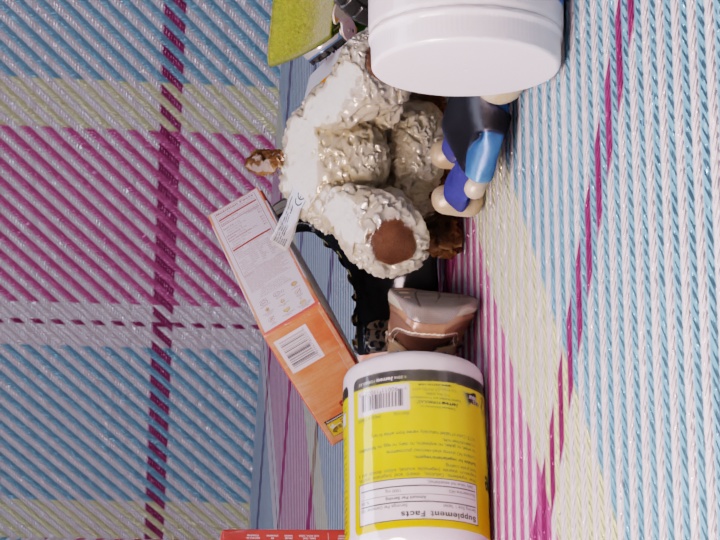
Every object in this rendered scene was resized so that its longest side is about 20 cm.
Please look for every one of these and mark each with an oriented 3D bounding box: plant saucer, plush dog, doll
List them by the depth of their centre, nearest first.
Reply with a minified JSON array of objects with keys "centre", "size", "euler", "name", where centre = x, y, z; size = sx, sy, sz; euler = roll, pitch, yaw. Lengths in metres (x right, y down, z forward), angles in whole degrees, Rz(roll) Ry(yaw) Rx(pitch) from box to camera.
[{"centre":[0.086,-0.114,1.507],"size":[0.200,0.048,0.138],"euler":[109,160,-70],"name":"doll"},{"centre":[0.015,-0.091,1.666],"size":[0.160,0.171,0.202],"euler":[-6,86,43],"name":"plush dog"},{"centre":[-0.015,-0.297,1.785],"size":[0.200,0.048,0.202],"euler":[-48,-29,-58],"name":"plant saucer"}]

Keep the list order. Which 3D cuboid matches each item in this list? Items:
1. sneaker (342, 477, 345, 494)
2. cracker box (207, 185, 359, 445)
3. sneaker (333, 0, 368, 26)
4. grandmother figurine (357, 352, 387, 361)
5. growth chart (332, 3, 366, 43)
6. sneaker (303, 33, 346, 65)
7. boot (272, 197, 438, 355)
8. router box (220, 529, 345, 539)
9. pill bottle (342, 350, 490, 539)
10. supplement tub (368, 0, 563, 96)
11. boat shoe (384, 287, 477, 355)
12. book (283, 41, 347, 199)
[{"centre":[0.031,0.133,1.678],"size":[0.200,0.069,0.079],"euler":[-54,-28,-71],"name":"sneaker"},{"centre":[-0.056,0.036,1.689],"size":[0.134,0.057,0.200],"euler":[60,-179,-35],"name":"cracker box"},{"centre":[0.017,-0.246,1.712],"size":[0.082,0.073,0.200],"euler":[-101,-16,-45],"name":"sneaker"},{"centre":[0.031,0.028,1.893],"size":[0.122,0.060,0.201],"euler":[-88,3,-58],"name":"grandmother figurine"},{"centre":[0.018,-0.177,1.784],"size":[0.145,0.018,0.202],"euler":[-35,-60,-59],"name":"growth chart"},{"centre":[-0.011,-0.284,1.959],"size":[0.072,0.072,0.201],"euler":[-22,34,59],"name":"sneaker"},{"centre":[0.000,0.000,1.811],"size":[0.199,0.073,0.152],"euler":[-5,90,40],"name":"boot"},{"centre":[-0.010,0.287,1.594],"size":[0.180,0.198,0.049],"euler":[-99,13,-51],"name":"router box"},{"centre":[0.043,0.173,1.532],"size":[0.113,0.111,0.202],"euler":[108,162,-68],"name":"pill bottle"},{"centre":[0.070,-0.229,1.327],"size":[0.132,0.131,0.202],"euler":[121,149,-77],"name":"supplement tub"},{"centre":[0.055,0.053,1.633],"size":[0.200,0.075,0.073],"euler":[26,-110,-87],"name":"boat shoe"},{"centre":[-0.023,-0.139,1.906],"size":[0.200,0.048,0.135],"euler":[150,137,-74],"name":"book"}]
